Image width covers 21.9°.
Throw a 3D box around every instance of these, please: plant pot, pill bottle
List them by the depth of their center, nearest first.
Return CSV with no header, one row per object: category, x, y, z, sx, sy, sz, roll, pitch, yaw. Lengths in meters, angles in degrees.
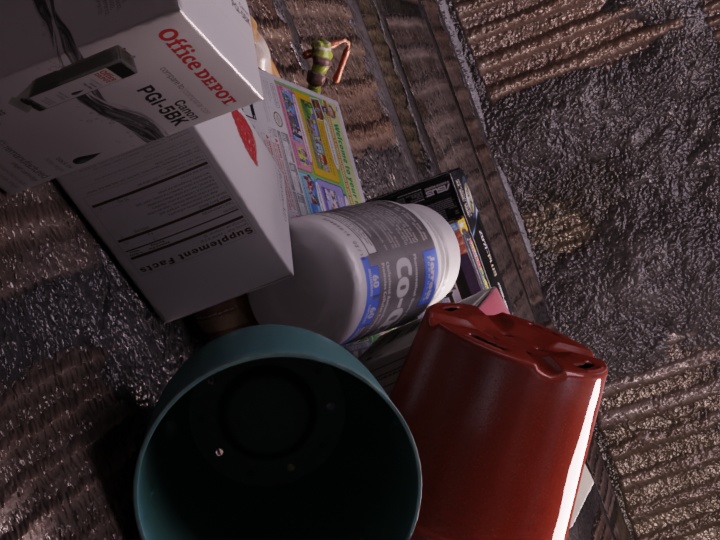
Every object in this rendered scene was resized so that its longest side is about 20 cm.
plant pot,-0.065,0.131,1.355,0.161,0.200,0.201,-112,178,-73
plant pot,0.093,0.140,1.447,0.201,0.200,0.196,-42,151,-76
pill bottle,0.000,0.000,1.601,0.200,0.113,0.114,-16,86,-59

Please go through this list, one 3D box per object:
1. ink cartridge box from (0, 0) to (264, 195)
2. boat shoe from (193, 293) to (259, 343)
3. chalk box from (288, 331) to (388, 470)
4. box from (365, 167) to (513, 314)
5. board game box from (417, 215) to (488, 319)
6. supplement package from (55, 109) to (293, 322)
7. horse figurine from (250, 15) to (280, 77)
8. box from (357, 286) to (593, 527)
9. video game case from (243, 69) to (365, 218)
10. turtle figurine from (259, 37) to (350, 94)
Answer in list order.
ink cartridge box,-0.182,-0.140,1.218,0.147,0.199,0.083,43,31,-63
boat shoe,-0.093,0.040,1.631,0.200,0.075,0.072,-1,75,-67
chalk box,-0.011,0.120,1.728,0.124,0.123,0.201,36,36,-65
box,0.034,0.005,1.903,0.086,0.199,0.164,-28,98,-77
board game box,0.035,0.057,1.835,0.057,0.199,0.166,-43,113,-78
supplement package,-0.147,-0.079,1.455,0.200,0.119,0.122,58,17,-44
horse figurine,-0.118,-0.212,1.928,0.200,0.050,0.133,54,21,-51
box,0.095,0.136,1.600,0.201,0.128,0.109,63,24,-6
video game case,-0.058,-0.088,1.709,0.182,0.022,0.201,17,51,-52
turtle figurine,-0.074,-0.144,1.867,0.064,0.201,0.161,31,13,36
